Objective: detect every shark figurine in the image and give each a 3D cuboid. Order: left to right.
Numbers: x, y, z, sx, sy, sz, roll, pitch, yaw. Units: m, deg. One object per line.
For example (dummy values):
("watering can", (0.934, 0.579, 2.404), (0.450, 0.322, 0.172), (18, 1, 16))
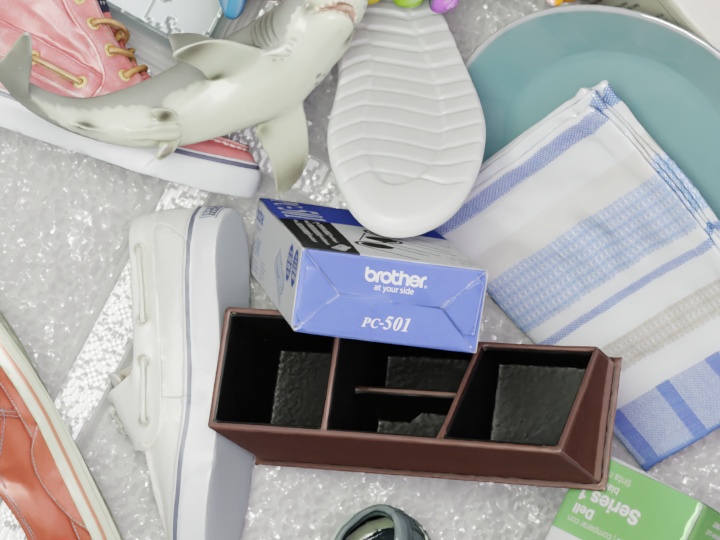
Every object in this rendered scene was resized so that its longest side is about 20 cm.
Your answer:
("shark figurine", (-0.103, -0.103, 1.449), (0.213, 0.090, 0.129), (-10, 130, -15))

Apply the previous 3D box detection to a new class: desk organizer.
("desk organizer", (0.027, 0.065, 1.471), (0.199, 0.077, 0.072), (3, 75, 22))

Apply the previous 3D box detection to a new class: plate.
("plate", (0.139, -0.055, 1.514), (0.199, 0.026, 0.201), (13, 124, 20))

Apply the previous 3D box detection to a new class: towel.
("towel", (0.139, 0.007, 1.522), (0.200, 0.147, 0.024), (49, 39, -8))

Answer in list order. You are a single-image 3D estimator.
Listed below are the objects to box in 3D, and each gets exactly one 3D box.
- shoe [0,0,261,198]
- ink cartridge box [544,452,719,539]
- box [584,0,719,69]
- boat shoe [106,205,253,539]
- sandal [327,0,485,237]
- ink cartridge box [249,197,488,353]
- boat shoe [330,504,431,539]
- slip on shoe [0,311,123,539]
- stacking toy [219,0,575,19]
("shoe", (-0.138, -0.106, 1.498), (0.199, 0.071, 0.092), (18, 90, -6))
("ink cartridge box", (0.138, 0.216, 1.503), (0.084, 0.146, 0.201), (24, 85, 36))
("box", (0.180, -0.177, 1.521), (0.109, 0.128, 0.200), (-42, 97, -8))
("boat shoe", (-0.100, 0.066, 1.514), (0.069, 0.071, 0.201), (1, 95, 19))
("sandal", (0.022, -0.086, 1.493), (0.082, 0.050, 0.203), (-2, 48, -2))
("ink cartridge box", (0.000, 0.000, 1.454), (0.093, 0.200, 0.045), (7, 97, -10))
("boat shoe", (-0.040, 0.202, 1.508), (0.200, 0.062, 0.073), (-44, 63, -11))
("slip on shoe", (-0.190, 0.079, 1.493), (0.061, 0.074, 0.201), (-27, 99, -5))
("stacking toy", (0.029, -0.177, 1.487), (0.199, 0.110, 0.117), (14, 56, -3))
